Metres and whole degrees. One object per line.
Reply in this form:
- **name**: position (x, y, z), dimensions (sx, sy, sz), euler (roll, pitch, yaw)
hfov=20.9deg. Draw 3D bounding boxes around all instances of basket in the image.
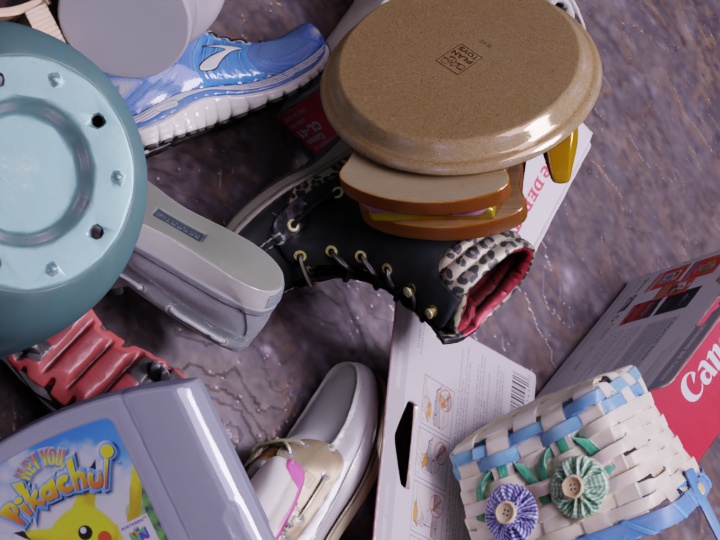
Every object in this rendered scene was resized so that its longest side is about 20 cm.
- **basket**: position (0.155, 0.181, 1.305), dimensions (0.201, 0.175, 0.139), euler (62, 25, 0)

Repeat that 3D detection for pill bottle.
- **pill bottle**: position (-0.135, -0.214, 1.270), dimensions (0.112, 0.112, 0.201), euler (38, 33, -20)

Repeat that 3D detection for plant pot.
- **plant pot**: position (-0.208, -0.046, 1.077), dimensions (0.199, 0.161, 0.203), euler (1, 88, -26)

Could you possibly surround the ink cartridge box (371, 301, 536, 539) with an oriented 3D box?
- **ink cartridge box**: position (0.053, 0.140, 1.350), dimensions (0.176, 0.044, 0.202), euler (31, 57, -44)

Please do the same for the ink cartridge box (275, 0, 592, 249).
- **ink cartridge box**: position (0.057, -0.106, 1.436), dimensions (0.200, 0.085, 0.148), euler (45, 54, -17)

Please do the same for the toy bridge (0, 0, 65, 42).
- **toy bridge**: position (-0.270, -0.122, 1.158), dimensions (0.199, 0.027, 0.068), euler (-30, 94, -25)

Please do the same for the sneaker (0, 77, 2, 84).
- **sneaker**: position (-0.259, -0.145, 1.222), dimensions (0.198, 0.073, 0.117), euler (0, 78, -35)

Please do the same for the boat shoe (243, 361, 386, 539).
- **boat shoe**: position (-0.041, 0.140, 1.290), dimensions (0.068, 0.074, 0.201), euler (37, 57, -28)

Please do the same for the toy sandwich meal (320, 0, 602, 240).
- **toy sandwich meal**: position (0.067, -0.107, 1.274), dimensions (0.206, 0.203, 0.071), euler (-53, 150, -35)

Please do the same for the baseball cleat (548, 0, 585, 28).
- **baseball cleat**: position (0.092, -0.199, 1.372), dimensions (0.200, 0.106, 0.070), euler (48, 57, -10)

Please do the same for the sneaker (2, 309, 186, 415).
- **sneaker**: position (-0.182, 0.057, 1.217), dimensions (0.200, 0.098, 0.071), euler (41, 65, 9)

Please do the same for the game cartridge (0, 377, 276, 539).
- **game cartridge**: position (-0.162, 0.149, 1.142), dimensions (0.134, 0.198, 0.040), euler (64, 7, 2)

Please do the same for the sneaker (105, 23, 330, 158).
- **sneaker**: position (-0.104, -0.142, 1.333), dimensions (0.199, 0.078, 0.090), euler (-24, 92, -39)

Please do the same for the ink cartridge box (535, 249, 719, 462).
- **ink cartridge box**: position (0.233, 0.075, 1.449), dimensions (0.084, 0.175, 0.200), euler (53, 53, -11)

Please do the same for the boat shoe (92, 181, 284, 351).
- **boat shoe**: position (-0.147, -0.013, 1.254), dimensions (0.200, 0.072, 0.070), euler (30, 27, 5)

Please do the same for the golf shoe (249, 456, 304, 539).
- **golf shoe**: position (-0.115, 0.184, 1.194), dimensions (0.091, 0.075, 0.200), euler (40, 79, -3)

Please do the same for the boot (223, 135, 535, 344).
- **boot**: position (0.000, -0.001, 1.288), dimensions (0.203, 0.074, 0.154), euler (-40, 61, -8)
